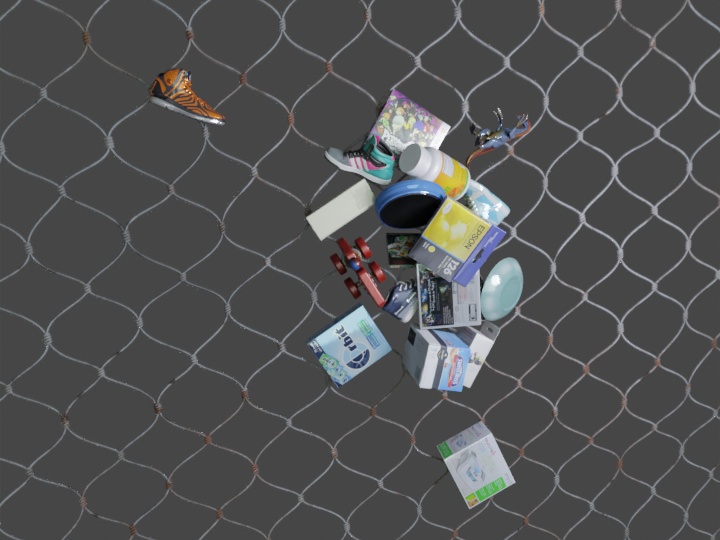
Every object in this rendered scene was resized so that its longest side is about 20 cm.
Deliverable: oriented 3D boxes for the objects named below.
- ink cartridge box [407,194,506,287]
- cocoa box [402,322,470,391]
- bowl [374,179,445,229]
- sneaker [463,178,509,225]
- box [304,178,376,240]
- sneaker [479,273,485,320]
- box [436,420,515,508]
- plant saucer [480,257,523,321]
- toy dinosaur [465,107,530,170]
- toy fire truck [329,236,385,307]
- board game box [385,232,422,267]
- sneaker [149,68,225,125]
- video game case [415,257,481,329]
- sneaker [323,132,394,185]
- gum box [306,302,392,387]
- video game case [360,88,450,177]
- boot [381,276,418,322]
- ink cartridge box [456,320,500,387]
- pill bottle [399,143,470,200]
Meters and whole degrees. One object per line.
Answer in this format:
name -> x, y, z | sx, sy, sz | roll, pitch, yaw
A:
ink cartridge box -> 0.263, -0.072, 1.465 | 0.199, 0.047, 0.198 | 31, 112, -5
cocoa box -> 0.218, 0.250, 1.566 | 0.130, 0.200, 0.135 | 9, 99, -12
bowl -> 0.140, -0.177, 1.485 | 0.199, 0.201, 0.040 | -1, 64, -10
sneaker -> 0.334, -0.180, 1.574 | 0.199, 0.080, 0.131 | 34, 91, -13
box -> -0.055, -0.173, 1.509 | 0.199, 0.068, 0.083 | -33, 104, -3
sneaker -> 0.345, 0.077, 1.611 | 0.070, 0.099, 0.201 | -30, 105, -6
box -> 0.369, 0.620, 1.715 | 0.175, 0.097, 0.201 | -27, 103, -2
plant saucer -> 0.437, 0.063, 1.606 | 0.200, 0.039, 0.203 | -17, 118, -36
toy dinosaur -> 0.409, -0.399, 1.570 | 0.180, 0.106, 0.201 | -2, 138, -23
toy fire truck -> 0.000, 0.000, 1.498 | 0.112, 0.168, 0.201 | -32, 104, -3
board game box -> 0.175, -0.059, 1.570 | 0.198, 0.023, 0.106 | 1, 66, -9
sneaker -> -0.437, -0.455, 1.384 | 0.198, 0.078, 0.113 | 19, 97, -13
video game case -> 0.255, 0.067, 1.547 | 0.180, 0.023, 0.202 | -5, 103, 1
sneaker -> 0.007, -0.322, 1.457 | 0.198, 0.084, 0.121 | 21, 125, -4
gum box -> -0.033, 0.222, 1.595 | 0.199, 0.045, 0.171 | -34, 104, -2
video game case -> 0.129, -0.381, 1.522 | 0.199, 0.036, 0.182 | 29, 94, -14
boot -> 0.147, 0.053, 1.583 | 0.090, 0.073, 0.201 | 30, 94, -20
ink cartridge box -> 0.333, 0.239, 1.629 | 0.067, 0.115, 0.201 | 26, 94, -14
pill bottle -> 0.202, -0.273, 1.476 | 0.199, 0.111, 0.112 | 18, 97, -40
